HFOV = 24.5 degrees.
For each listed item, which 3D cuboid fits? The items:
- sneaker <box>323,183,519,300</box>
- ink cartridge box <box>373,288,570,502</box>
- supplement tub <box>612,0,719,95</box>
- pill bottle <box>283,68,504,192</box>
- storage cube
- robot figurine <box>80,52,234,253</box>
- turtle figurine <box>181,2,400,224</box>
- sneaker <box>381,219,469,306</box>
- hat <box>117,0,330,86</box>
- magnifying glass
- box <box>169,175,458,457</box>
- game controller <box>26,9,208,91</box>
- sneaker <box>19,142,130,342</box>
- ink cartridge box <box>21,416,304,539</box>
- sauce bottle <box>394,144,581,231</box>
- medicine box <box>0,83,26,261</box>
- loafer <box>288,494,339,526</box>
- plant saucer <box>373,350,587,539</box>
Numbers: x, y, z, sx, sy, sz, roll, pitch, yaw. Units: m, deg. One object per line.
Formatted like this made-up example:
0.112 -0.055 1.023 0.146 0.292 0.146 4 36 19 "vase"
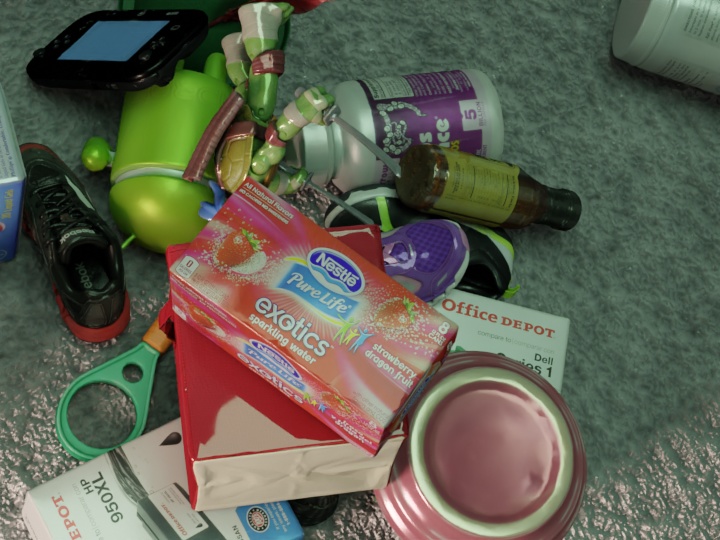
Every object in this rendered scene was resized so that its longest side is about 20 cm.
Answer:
0.062 -0.020 1.578 0.199 0.072 0.083 13 50 -14 "sneaker"
0.105 0.128 1.539 0.145 0.084 0.201 14 68 -9 "ink cartridge box"
0.378 -0.251 1.732 0.199 0.132 0.133 18 66 -8 "supplement tub"
0.029 -0.131 1.604 0.199 0.112 0.113 -8 72 -17 "pill bottle"
-0.062 0.083 1.363 0.199 0.171 0.181 -5 69 -8 "storage cube"
-0.170 -0.105 1.539 0.174 0.116 0.201 10 68 -11 "robot figurine"
-0.055 -0.131 1.477 0.199 0.144 0.195 -11 74 13 "turtle figurine"
0.000 0.000 1.510 0.199 0.088 0.081 -17 67 17 "sneaker"
-0.124 -0.284 1.585 0.199 0.176 0.167 -5 71 -16 "hat"
-0.202 0.088 1.509 0.079 0.022 0.200 35 64 0 "magnifying glass"
-0.037 0.035 1.241 0.200 0.096 0.100 36 70 8 "box"
-0.226 -0.207 1.539 0.105 0.199 0.042 -56 131 -24 "game controller"
-0.263 -0.037 1.499 0.071 0.098 0.201 -22 75 -18 "sneaker"
-0.172 0.219 1.432 0.199 0.084 0.145 -25 77 -21 "ink cartridge box"
0.126 -0.073 1.579 0.199 0.066 0.066 12 64 -38 "sauce bottle"
-0.400 -0.068 1.428 0.199 0.182 0.103 -13 73 -19 "medicine box"
-0.072 0.130 1.498 0.073 0.072 0.201 -27 78 -21 "loafer"
0.108 0.164 1.453 0.199 0.051 0.202 5 70 -13 "plant saucer"
